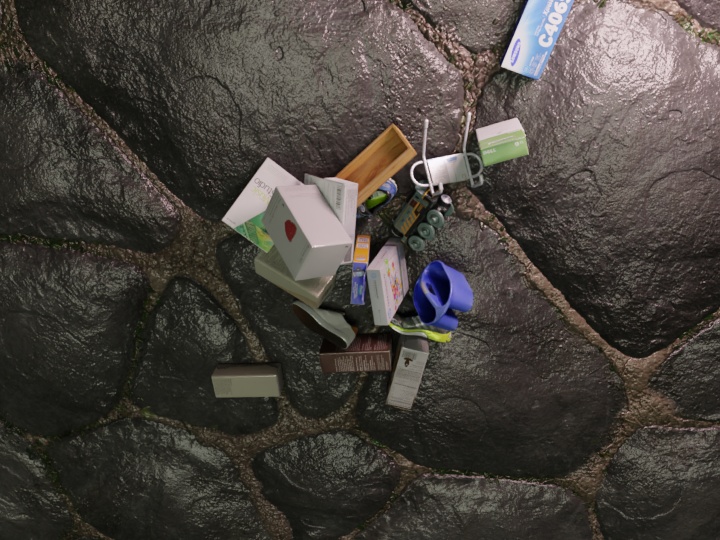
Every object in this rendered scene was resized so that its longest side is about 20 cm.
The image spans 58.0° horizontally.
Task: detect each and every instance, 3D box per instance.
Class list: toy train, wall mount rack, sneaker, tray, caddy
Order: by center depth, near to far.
[{"bbox_3d":[0.214,-0.275,1.549,0.200,0.075,0.174,-14,90,-20],"label":"wall mount rack"},{"bbox_3d":[0.035,-0.255,1.587,0.200,0.099,0.037,-41,145,16],"label":"tray"},{"bbox_3d":[0.151,-0.136,1.632,0.114,0.085,0.200,40,139,6],"label":"toy train"},{"bbox_3d":[-0.004,-0.171,1.647,0.200,0.089,0.079,-26,110,19],"label":"sneaker"},{"bbox_3d":[0.202,0.063,1.683,0.105,0.200,0.142,23,115,-23],"label":"caddy"},{"bbox_3d":[0.162,0.135,1.792,0.200,0.074,0.081,12,110,-8],"label":"sneaker"},{"bbox_3d":[-0.098,0.137,1.826,0.200,0.085,0.073,34,143,10],"label":"sneaker"}]

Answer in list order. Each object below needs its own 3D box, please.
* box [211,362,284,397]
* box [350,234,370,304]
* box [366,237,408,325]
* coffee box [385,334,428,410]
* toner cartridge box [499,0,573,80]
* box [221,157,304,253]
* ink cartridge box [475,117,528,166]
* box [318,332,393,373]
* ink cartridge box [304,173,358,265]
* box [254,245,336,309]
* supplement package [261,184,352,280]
[{"bbox_3d":[-0.334,0.326,1.931,0.199,0.068,0.082,-1,116,7],"label":"box"},{"bbox_3d":[0.000,0.000,1.665,0.041,0.200,0.119,5,115,3],"label":"box"},{"bbox_3d":[0.073,0.024,1.668,0.041,0.200,0.156,1,116,22],"label":"box"},{"bbox_3d":[0.131,0.276,1.831,0.080,0.114,0.200,13,117,0],"label":"coffee box"},{"bbox_3d":[0.396,-0.540,1.452,0.095,0.043,0.200,19,116,-2],"label":"toner cartridge box"},{"bbox_3d":[-0.238,-0.166,1.659,0.144,0.036,0.200,36,89,-11],"label":"box"},{"bbox_3d":[0.325,-0.290,1.491,0.104,0.200,0.059,-14,111,13],"label":"ink cartridge box"},{"bbox_3d":[-0.010,0.233,1.834,0.199,0.100,0.075,-1,115,7],"label":"box"},{"bbox_3d":[-0.079,-0.131,1.612,0.043,0.173,0.200,-8,110,-36],"label":"ink cartridge box"},{"bbox_3d":[-0.172,0.005,1.706,0.200,0.095,0.078,32,153,11],"label":"box"},{"bbox_3d":[-0.131,-0.094,1.553,0.120,0.200,0.121,-8,143,-38],"label":"supplement package"}]
